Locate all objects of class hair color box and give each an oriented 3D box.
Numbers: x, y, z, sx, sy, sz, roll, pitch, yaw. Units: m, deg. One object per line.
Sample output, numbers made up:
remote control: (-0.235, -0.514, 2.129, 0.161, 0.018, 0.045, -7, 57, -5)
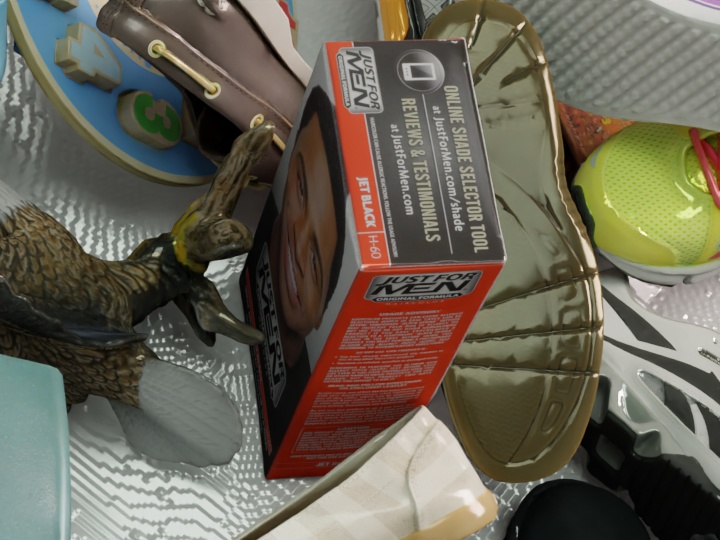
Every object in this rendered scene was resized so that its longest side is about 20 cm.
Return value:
hair color box: (0.000, 0.000, 1.090, 0.061, 0.200, 0.102, -2, 63, -15)

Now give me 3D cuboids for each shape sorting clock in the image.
shape sorting clock: (-0.090, -0.135, 1.176, 0.200, 0.039, 0.201, 28, 56, -51)

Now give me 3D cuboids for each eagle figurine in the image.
eagle figurine: (-0.146, 0.009, 1.088, 0.199, 0.153, 0.151, -12, 26, -37)

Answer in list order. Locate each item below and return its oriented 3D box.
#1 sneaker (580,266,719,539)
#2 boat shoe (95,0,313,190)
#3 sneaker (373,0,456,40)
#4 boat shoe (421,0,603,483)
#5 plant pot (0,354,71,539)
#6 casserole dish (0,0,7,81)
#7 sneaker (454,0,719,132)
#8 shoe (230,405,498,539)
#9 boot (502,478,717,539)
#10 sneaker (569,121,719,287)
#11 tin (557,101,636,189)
sneaker: (0.153, 0.074, 1.162, 0.088, 0.074, 0.200, -36, 74, -28)
boat shoe: (-0.047, -0.071, 1.140, 0.060, 0.200, 0.072, -47, 55, -7)
sneaker: (0.045, -0.104, 1.223, 0.077, 0.078, 0.201, -8, 74, 4)
boat shoe: (0.056, -0.010, 1.136, 0.071, 0.066, 0.202, -6, 83, -10)
plant pot: (-0.178, 0.131, 0.996, 0.141, 0.141, 0.201, 12, 68, -7)
casserole dish: (-0.207, -0.079, 1.108, 0.121, 0.200, 0.039, -20, 101, -17)
sneaker: (0.145, -0.115, 1.174, 0.200, 0.073, 0.114, 21, 40, 17)
shoe: (-0.042, 0.120, 1.075, 0.199, 0.070, 0.054, -28, 99, -13)
boot: (0.108, 0.150, 1.059, 0.073, 0.163, 0.199, 8, 61, -11)
sneaker: (0.186, -0.052, 1.187, 0.199, 0.090, 0.078, -13, 74, -22)
tin: (0.125, -0.099, 1.269, 0.111, 0.042, 0.201, -16, 68, -17)
